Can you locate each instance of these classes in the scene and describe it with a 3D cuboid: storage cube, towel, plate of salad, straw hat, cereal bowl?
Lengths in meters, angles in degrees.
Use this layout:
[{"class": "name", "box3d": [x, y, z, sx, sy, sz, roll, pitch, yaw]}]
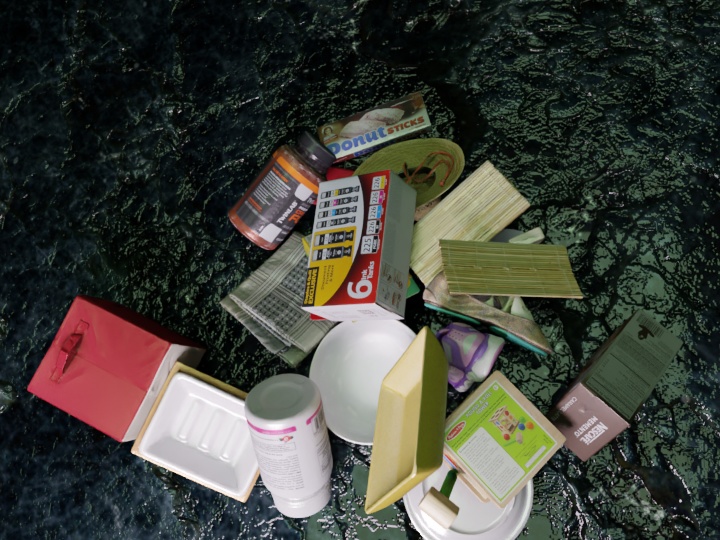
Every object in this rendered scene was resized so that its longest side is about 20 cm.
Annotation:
[{"class": "storage cube", "box3d": [-0.393, 0.162, 1.069, 0.179, 0.200, 0.172, 25, 83, 10]}, {"class": "towel", "box3d": [-0.110, 0.040, 1.078, 0.192, 0.035, 0.200, 35, 69, 25]}, {"class": "plate of salad", "box3d": [0.162, 0.327, 0.978, 0.199, 0.048, 0.201, -1, 71, 2]}, {"class": "straw hat", "box3d": [0.086, -0.129, 1.074, 0.200, 0.085, 0.202, -14, 44, 14]}, {"class": "cereal bowl", "box3d": [0.022, 0.175, 1.029, 0.199, 0.083, 0.202, -3, 77, 13]}]

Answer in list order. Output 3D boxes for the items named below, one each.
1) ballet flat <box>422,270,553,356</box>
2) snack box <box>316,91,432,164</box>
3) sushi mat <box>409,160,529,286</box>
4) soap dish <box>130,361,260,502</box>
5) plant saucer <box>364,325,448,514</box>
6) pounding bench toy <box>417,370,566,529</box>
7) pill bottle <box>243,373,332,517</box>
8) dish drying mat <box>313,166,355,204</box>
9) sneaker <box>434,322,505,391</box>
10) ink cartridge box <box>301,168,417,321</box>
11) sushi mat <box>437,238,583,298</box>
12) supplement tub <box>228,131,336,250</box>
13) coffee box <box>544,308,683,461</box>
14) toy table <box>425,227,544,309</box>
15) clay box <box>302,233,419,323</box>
[{"class": "ballet flat", "box3d": [0.188, 0.055, 0.908, 0.199, 0.068, 0.068, 23, 86, 1]}, {"class": "snack box", "box3d": [0.024, -0.255, 1.158, 0.199, 0.024, 0.072, -18, 75, 8]}, {"class": "sushi mat", "box3d": [0.150, -0.069, 0.964, 0.200, 0.012, 0.096, -41, 70, 0]}, {"class": "soap dish", "box3d": [-0.241, 0.258, 1.041, 0.199, 0.081, 0.158, 26, 84, -6]}, {"class": "plant saucer", "box3d": [0.066, 0.206, 0.854, 0.048, 0.200, 0.201, 15, 55, -9]}, {"class": "pounding bench toy", "box3d": [0.154, 0.263, 0.892, 0.200, 0.156, 0.124, -42, 76, -12]}, {"class": "pill bottle", "box3d": [-0.103, 0.268, 0.973, 0.113, 0.114, 0.201, -1, 119, 12]}, {"class": "dish drying mat", "box3d": [-0.036, -0.145, 1.150, 0.199, 0.018, 0.077, 14, 82, 16]}, {"class": "sneaker", "box3d": [0.146, 0.121, 0.952, 0.088, 0.200, 0.081, 28, 74, 7]}, {"class": "ink cartridge box", "box3d": [-0.018, -0.031, 0.955, 0.175, 0.084, 0.201, -6, 68, 34]}, {"class": "sushi mat", "box3d": [0.210, -0.002, 0.911, 0.198, 0.012, 0.096, 2, 55, -9]}, {"class": "supplement tub", "box3d": [-0.130, -0.140, 1.106, 0.107, 0.107, 0.200, 44, 101, 18]}, {"class": "coffee box", "box3d": [0.350, 0.156, 0.894, 0.080, 0.115, 0.200, 42, 50, 17]}, {"class": "toy table", "box3d": [0.195, -0.006, 1.016, 0.199, 0.117, 0.184, -35, 73, 2]}, {"class": "clay box", "box3d": [0.000, 0.000, 1.046, 0.114, 0.048, 0.200, -25, 53, -15]}]
